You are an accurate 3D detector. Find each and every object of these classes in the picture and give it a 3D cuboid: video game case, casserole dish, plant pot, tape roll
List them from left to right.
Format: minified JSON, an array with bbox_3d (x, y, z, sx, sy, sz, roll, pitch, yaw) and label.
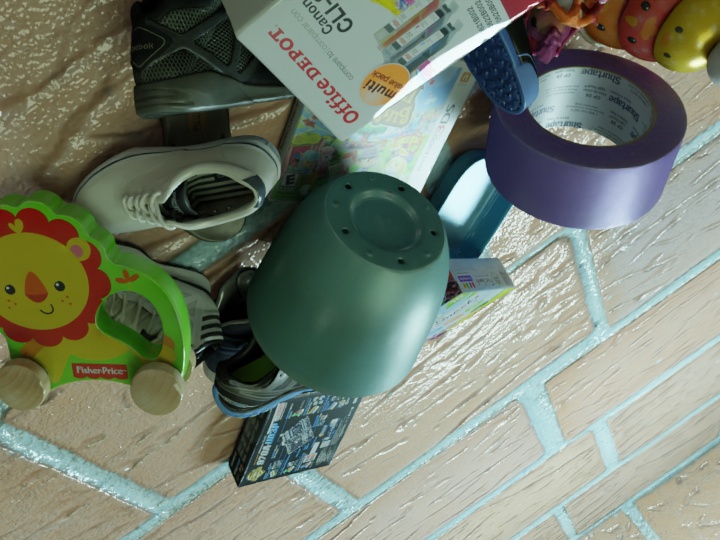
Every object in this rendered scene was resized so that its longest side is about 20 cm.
[{"bbox_3d":[0.000,0.000,0.803,0.198,0.202,0.162,-9,147,-31],"label":"plant pot"},{"bbox_3d":[0.014,-0.148,0.821,0.198,0.022,0.183,-3,133,-36],"label":"video game case"},{"bbox_3d":[0.128,-0.074,0.980,0.120,0.039,0.201,1,130,-38],"label":"casserole dish"},{"bbox_3d":[0.236,-0.144,0.848,0.198,0.201,0.086,-21,142,-17],"label":"tape roll"}]

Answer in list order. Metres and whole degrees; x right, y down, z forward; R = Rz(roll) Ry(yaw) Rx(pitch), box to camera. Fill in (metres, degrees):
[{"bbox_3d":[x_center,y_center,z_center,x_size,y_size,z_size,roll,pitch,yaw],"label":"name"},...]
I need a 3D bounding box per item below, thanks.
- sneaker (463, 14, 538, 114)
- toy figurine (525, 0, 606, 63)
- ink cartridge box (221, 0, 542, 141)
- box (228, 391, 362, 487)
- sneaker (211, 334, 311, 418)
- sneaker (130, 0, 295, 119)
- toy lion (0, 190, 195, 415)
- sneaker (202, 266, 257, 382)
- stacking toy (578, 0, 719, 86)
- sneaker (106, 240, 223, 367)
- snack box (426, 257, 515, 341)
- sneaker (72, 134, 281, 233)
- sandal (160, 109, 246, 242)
[{"bbox_3d":[0.116,-0.240,0.685,0.077,0.070,0.202,-33,105,-18],"label":"sneaker"},{"bbox_3d":[0.190,-0.263,0.714,0.148,0.202,0.185,10,144,-8],"label":"toy figurine"},{"bbox_3d":[0.008,-0.225,0.558,0.199,0.146,0.145,-33,146,15],"label":"ink cartridge box"},{"bbox_3d":[-0.089,0.218,1.130,0.157,0.046,0.201,-6,135,-34],"label":"box"},{"bbox_3d":[-0.068,0.089,0.855,0.198,0.071,0.083,-26,144,-21],"label":"sneaker"},{"bbox_3d":[-0.104,-0.187,0.634,0.199,0.075,0.116,-22,110,-53],"label":"sneaker"},{"bbox_3d":[-0.251,0.026,0.697,0.197,0.069,0.194,2,114,1],"label":"toy lion"},{"bbox_3d":[-0.085,0.054,0.923,0.200,0.077,0.147,-16,143,-22],"label":"sneaker"},{"bbox_3d":[0.326,-0.252,0.798,0.145,0.201,0.147,-21,142,-18],"label":"stacking toy"},{"bbox_3d":[-0.212,0.042,0.776,0.199,0.116,0.076,15,122,-46],"label":"sneaker"},{"bbox_3d":[0.099,0.041,1.004,0.142,0.053,0.199,-37,164,24],"label":"snack box"},{"bbox_3d":[-0.165,-0.067,0.673,0.198,0.071,0.074,-14,119,17],"label":"sneaker"},{"bbox_3d":[-0.139,-0.095,0.731,0.081,0.055,0.201,-17,140,-22],"label":"sandal"}]
